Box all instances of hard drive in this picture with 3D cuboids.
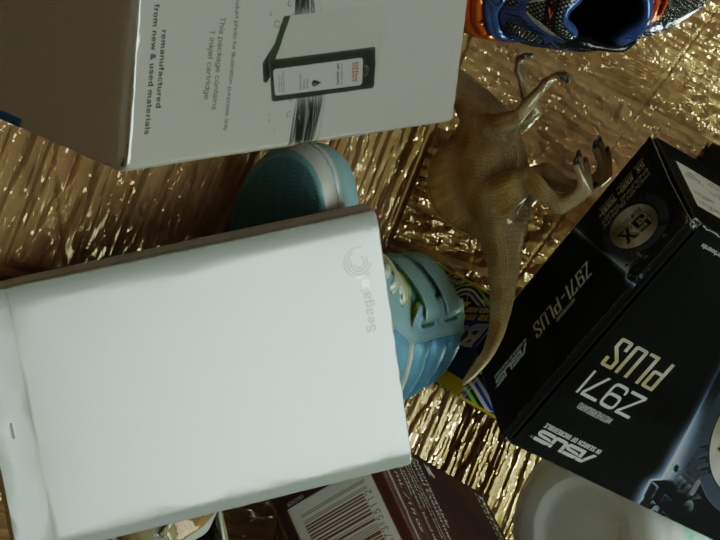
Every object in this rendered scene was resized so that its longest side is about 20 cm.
[{"bbox_3d":[-0.080,0.053,0.969,0.199,0.026,0.132,-12,105,-15],"label":"hard drive"}]

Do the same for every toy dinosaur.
[{"bbox_3d":[0.082,-0.044,1.086,0.058,0.101,0.201,14,62,-60],"label":"toy dinosaur"}]

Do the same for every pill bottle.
[{"bbox_3d":[0.192,0.158,1.244,0.200,0.111,0.111,3,107,-50],"label":"pill bottle"}]

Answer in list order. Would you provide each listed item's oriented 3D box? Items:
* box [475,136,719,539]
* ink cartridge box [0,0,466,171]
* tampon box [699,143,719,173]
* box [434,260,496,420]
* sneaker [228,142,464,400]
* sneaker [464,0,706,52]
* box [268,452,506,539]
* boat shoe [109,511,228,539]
[{"bbox_3d":[0.193,0.048,1.106,0.200,0.086,0.164,27,117,-25],"label":"box"},{"bbox_3d":[-0.070,-0.111,0.889,0.200,0.146,0.085,-13,117,-45],"label":"ink cartridge box"},{"bbox_3d":[0.300,0.031,1.335,0.126,0.200,0.150,-53,139,-14],"label":"tampon box"},{"bbox_3d":[0.102,0.066,1.233,0.200,0.070,0.064,31,90,-51],"label":"box"},{"bbox_3d":[0.000,0.000,1.081,0.130,0.079,0.201,-28,138,-34],"label":"sneaker"},{"bbox_3d":[0.145,-0.154,1.161,0.200,0.078,0.076,-16,121,-43],"label":"sneaker"},{"bbox_3d":[0.031,0.166,1.135,0.075,0.100,0.200,-30,156,9],"label":"box"},{"bbox_3d":[-0.102,0.115,1.030,0.075,0.068,0.201,-38,133,-29],"label":"boat shoe"}]
